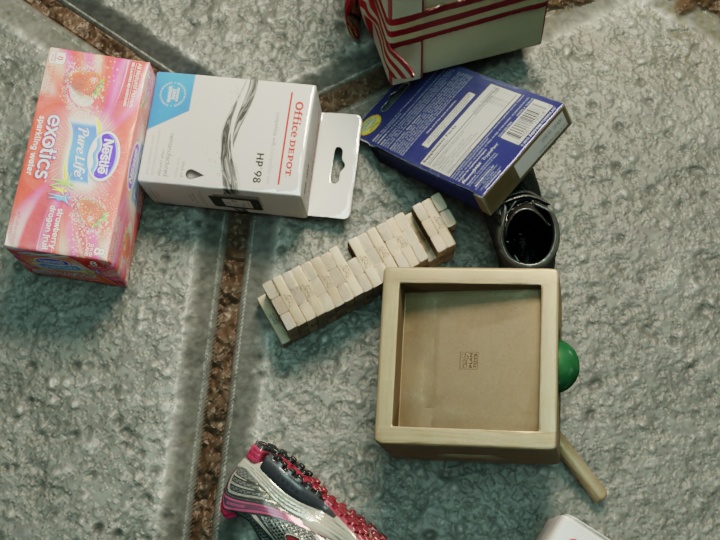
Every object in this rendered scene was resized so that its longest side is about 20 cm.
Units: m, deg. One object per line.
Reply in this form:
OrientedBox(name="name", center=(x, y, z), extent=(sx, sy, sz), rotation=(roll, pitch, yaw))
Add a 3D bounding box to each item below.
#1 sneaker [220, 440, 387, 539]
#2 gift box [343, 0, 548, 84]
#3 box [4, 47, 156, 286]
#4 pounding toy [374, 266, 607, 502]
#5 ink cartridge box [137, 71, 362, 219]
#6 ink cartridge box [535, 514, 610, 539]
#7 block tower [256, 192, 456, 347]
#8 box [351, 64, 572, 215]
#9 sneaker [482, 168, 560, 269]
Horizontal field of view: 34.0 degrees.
OrientedBox(name="sneaker", center=(-0.036, 0.240, 1.052), extent=(0.200, 0.081, 0.075), rotation=(38, 93, 17))
OrientedBox(name="gift box", center=(0.073, -0.296, 1.119), extent=(0.185, 0.185, 0.201), rotation=(-14, 56, -5))
OrientedBox(name="box", center=(-0.259, -0.097, 1.126), extent=(0.102, 0.095, 0.202), rotation=(9, 75, 2))
OrientedBox(name="pounding toy", center=(0.124, 0.106, 1.068), extent=(0.198, 0.142, 0.186), rotation=(1, 74, 11))
OrientedBox(name="ink cartridge box", center=(-0.104, -0.120, 1.140), extent=(0.198, 0.067, 0.117), rotation=(5, 75, 6))
OrientedBox(name="ink cartridge box", center=(0.180, 0.335, 1.017), extent=(0.146, 0.086, 0.201), rotation=(32, 76, 8))
OrientedBox(name="block tower", center=(0.000, 0.000, 1.122), extent=(0.199, 0.058, 0.054), rotation=(-29, 76, -6))
OrientedBox(name="box", center=(0.092, -0.136, 1.135), extent=(0.121, 0.032, 0.200), rotation=(-48, 45, -11))
OrientedBox(name="sneaker", center=(0.145, -0.074, 1.119), extent=(0.070, 0.099, 0.202), rotation=(-14, 74, -2))
